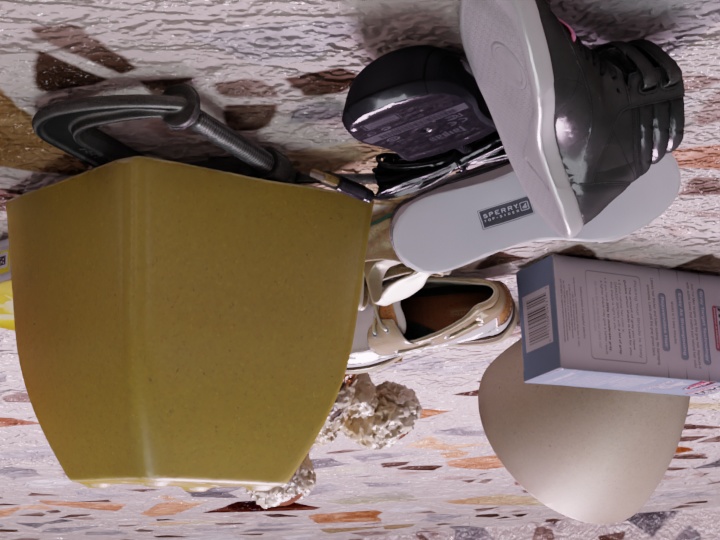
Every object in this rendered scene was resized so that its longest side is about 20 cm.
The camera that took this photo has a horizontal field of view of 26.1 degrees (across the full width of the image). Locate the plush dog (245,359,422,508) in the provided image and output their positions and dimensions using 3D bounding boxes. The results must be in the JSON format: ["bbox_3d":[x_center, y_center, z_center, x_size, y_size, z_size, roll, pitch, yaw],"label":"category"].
[{"bbox_3d":[-0.048,0.111,1.519,0.199,0.161,0.172,-26,156,-19],"label":"plush dog"}]

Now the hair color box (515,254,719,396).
[{"bbox_3d":[0.234,0.050,1.347,0.198,0.100,0.061,6,162,-27],"label":"hair color box"}]

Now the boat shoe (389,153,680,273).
[{"bbox_3d":[0.116,-0.049,1.057,0.198,0.072,0.068,-17,-163,3],"label":"boat shoe"}]

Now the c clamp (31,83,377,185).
[{"bbox_3d":[-0.103,-0.082,0.989,0.169,0.027,0.199,-5,166,28],"label":"c clamp"}]

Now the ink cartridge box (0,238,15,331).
[{"bbox_3d":[-0.225,0.015,1.267,0.198,0.048,0.197,-11,161,36],"label":"ink cartridge box"}]

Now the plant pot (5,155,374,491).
[{"bbox_3d":[-0.122,0.049,1.068,0.194,0.203,0.193,7,169,-37],"label":"plant pot"}]

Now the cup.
[{"bbox_3d":[0.231,0.114,1.460,0.198,0.202,0.144,7,138,-30],"label":"cup"}]

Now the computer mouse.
[{"bbox_3d":[0.020,-0.089,0.930,0.139,0.047,0.199,-19,167,25],"label":"computer mouse"}]

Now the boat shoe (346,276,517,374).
[{"bbox_3d":[0.034,0.038,1.346,0.198,0.076,0.068,-13,156,10],"label":"boat shoe"}]

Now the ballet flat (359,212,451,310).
[{"bbox_3d":[0.000,0.000,1.209,0.067,0.063,0.199,9,161,-35],"label":"ballet flat"}]

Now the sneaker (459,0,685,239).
[{"bbox_3d":[0.120,-0.113,0.847,0.099,0.071,0.201,-36,139,-8],"label":"sneaker"}]
